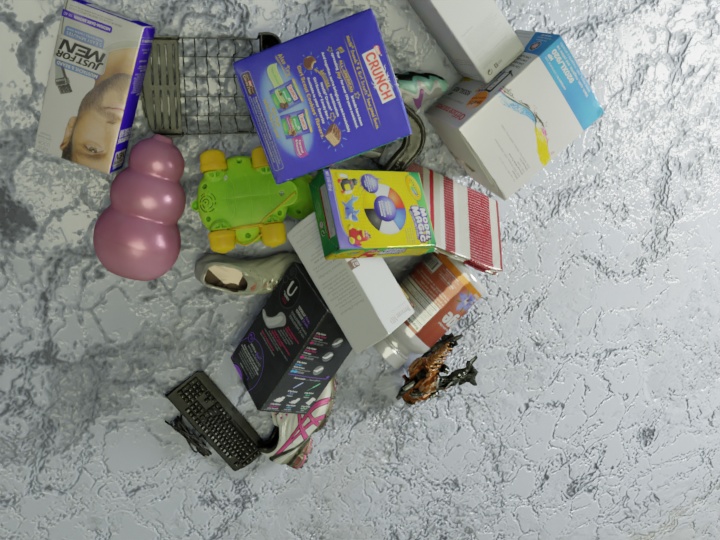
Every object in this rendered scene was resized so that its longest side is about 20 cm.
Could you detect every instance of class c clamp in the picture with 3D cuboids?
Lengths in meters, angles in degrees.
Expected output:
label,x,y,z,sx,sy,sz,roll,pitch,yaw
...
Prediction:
label,x,y,z,sx,sy,sz,roll,pitch,yaw
c clamp,0.005,-0.195,1.087,0.169,0.027,0.201,31,104,-23

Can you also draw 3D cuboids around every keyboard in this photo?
label,x,y,z,sx,sy,sz,roll,pitch,yaw
keyboard,-0.248,0.270,1.251,0.103,0.040,0.201,-36,115,-1

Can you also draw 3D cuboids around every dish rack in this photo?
label,x,y,z,sx,sy,sz,roll,pitch,yaw
dish rack,-0.211,-0.258,1.054,0.195,0.055,0.157,-4,110,-14

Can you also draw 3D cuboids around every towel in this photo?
label,x,y,z,sx,sy,sz,roll,pitch,yaw
towel,0.144,-0.083,1.187,0.197,0.147,0.023,20,147,-27

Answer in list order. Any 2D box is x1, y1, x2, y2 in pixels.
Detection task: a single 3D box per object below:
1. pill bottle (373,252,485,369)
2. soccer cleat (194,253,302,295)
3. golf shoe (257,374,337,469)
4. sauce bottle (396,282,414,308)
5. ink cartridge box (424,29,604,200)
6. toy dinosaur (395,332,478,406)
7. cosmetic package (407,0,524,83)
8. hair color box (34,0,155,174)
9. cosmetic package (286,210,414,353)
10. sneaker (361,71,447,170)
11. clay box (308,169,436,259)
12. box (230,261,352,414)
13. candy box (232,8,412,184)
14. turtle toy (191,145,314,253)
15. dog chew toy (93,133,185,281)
label,x,y,z,sx,sy,sz,roll,pitch,yaw
pill bottle,0.103,0.063,1.234,0.200,0.112,0.112,-45,115,5
soccer cleat,-0.158,0.011,1.157,0.195,0.078,0.071,3,110,-17
golf shoe,-0.105,0.244,1.264,0.091,0.073,0.203,21,103,-20
sauce bottle,0.000,0.000,1.163,0.066,0.066,0.201,-41,85,3
ink cartridge box,0.229,-0.240,1.136,0.199,0.147,0.145,-41,116,2
toy dinosaur,0.126,0.177,1.262,0.134,0.200,0.104,-24,88,-22
cosmetic package,0.137,-0.379,1.077,0.081,0.113,0.200,-41,118,2
hair color box,-0.356,-0.245,0.999,0.107,0.065,0.204,17,106,-6
cosmetic package,-0.013,0.006,1.079,0.074,0.101,0.202,-33,89,31
sneaker,0.040,-0.220,1.134,0.195,0.078,0.143,-10,114,-2
clay box,0.030,-0.080,1.054,0.197,0.047,0.117,-4,75,-35
box,-0.095,0.109,1.160,0.105,0.123,0.201,15,117,-46
candy box,-0.047,-0.231,1.002,0.196,0.077,0.172,-18,102,6
turtle toy,-0.151,-0.104,1.099,0.195,0.101,0.149,-6,89,-11
dog chew toy,-0.304,-0.092,1.058,0.122,0.124,0.204,14,97,-20
